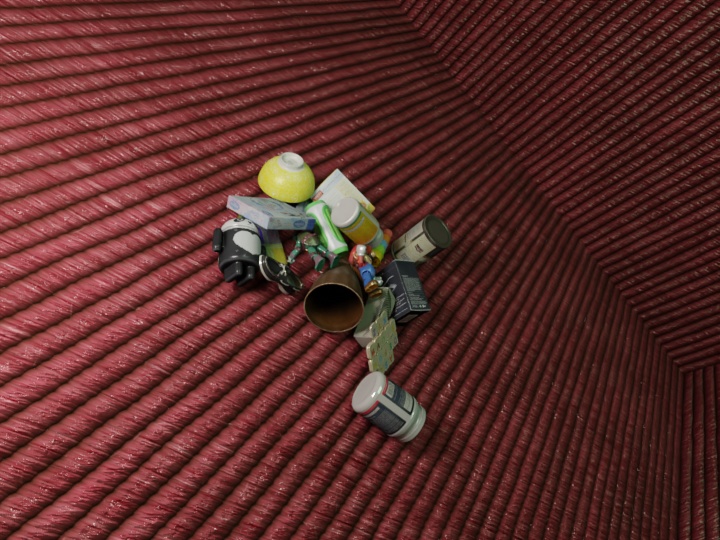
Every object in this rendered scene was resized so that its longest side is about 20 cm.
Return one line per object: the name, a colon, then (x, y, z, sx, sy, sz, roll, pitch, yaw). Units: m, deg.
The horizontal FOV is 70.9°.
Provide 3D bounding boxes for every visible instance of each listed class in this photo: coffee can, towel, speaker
coffee can: (0.238, -0.106, 1.988, 0.146, 0.200, 0.147, 23, 50, -30)
towel: (-0.312, -0.096, 1.620, 0.143, 0.023, 0.201, 2, 62, -40)
speaker: (-0.116, -0.137, 1.727, 0.088, 0.088, 0.201, -14, 73, -46)

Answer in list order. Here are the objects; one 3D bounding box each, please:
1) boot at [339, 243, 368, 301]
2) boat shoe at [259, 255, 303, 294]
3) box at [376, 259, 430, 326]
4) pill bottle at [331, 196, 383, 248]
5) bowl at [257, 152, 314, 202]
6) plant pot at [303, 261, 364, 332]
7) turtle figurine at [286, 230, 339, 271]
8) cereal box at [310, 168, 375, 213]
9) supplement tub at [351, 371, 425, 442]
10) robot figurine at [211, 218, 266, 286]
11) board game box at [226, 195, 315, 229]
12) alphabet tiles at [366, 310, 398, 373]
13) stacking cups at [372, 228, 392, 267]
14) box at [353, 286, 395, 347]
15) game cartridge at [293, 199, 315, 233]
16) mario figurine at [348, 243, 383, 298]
boot: (0.000, 0.000, 1.800, 0.200, 0.074, 0.155, 48, 39, -8)
boat shoe: (-0.236, 0.011, 1.515, 0.200, 0.060, 0.074, 57, 28, -52)
box: (0.140, 0.082, 1.812, 0.104, 0.148, 0.201, 4, 61, -41)
pill bottle: (-0.004, -0.156, 1.739, 0.200, 0.112, 0.113, 38, 39, -49)
bowl: (-0.244, -0.337, 1.732, 0.199, 0.108, 0.201, 12, 43, -11)
plant pot: (-0.075, 0.064, 1.630, 0.187, 0.187, 0.200, 37, 28, -17)
turtle figurine: (-0.168, -0.072, 1.621, 0.149, 0.101, 0.200, -30, 50, -33)
cereal box: (-0.065, -0.243, 1.815, 0.200, 0.144, 0.040, 46, -2, -9)
supplement tub: (0.086, 0.416, 1.542, 0.200, 0.140, 0.141, 40, 43, -15)
robot figurine: (-0.352, -0.057, 1.478, 0.124, 0.150, 0.201, -7, 61, 1)
board game box: (-0.280, -0.181, 1.591, 0.200, 0.044, 0.199, 29, 19, 33)
alphabet tiles: (0.074, 0.243, 1.658, 0.200, 0.015, 0.196, -41, 127, -54)
stacking cups: (0.076, -0.096, 1.942, 0.060, 0.060, 0.200, 40, 42, -14)
box: (0.050, 0.156, 1.692, 0.082, 0.068, 0.201, 57, 45, -44)
game cartridge: (-0.178, -0.210, 1.809, 0.133, 0.040, 0.201, 24, 49, -24)
mario figurine: (0.033, -0.014, 1.686, 0.106, 0.124, 0.200, -3, 51, -23)
